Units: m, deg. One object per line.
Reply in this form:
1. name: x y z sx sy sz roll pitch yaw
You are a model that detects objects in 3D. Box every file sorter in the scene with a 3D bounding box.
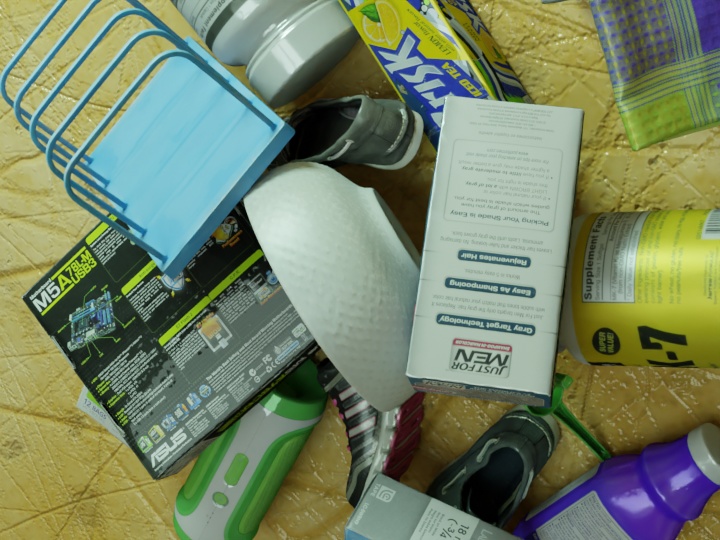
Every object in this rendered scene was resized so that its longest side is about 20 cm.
1. file sorter: -0.170 -0.118 1.001 0.139 0.123 0.200 -50 40 4

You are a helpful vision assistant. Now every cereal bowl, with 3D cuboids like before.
1. cereal bowl: 0.000 0.000 1.002 0.083 0.200 0.201 -32 91 6

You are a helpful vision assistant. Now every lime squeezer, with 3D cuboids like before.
1. lime squeezer: 0.145 0.099 1.019 0.038 0.200 0.071 -35 61 1

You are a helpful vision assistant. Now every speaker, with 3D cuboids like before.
1. speaker: -0.101 0.166 1.206 0.088 0.088 0.201 36 120 12

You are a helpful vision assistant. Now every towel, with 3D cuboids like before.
1. towel: 0.223 -0.193 0.903 0.143 0.023 0.202 -16 104 -6

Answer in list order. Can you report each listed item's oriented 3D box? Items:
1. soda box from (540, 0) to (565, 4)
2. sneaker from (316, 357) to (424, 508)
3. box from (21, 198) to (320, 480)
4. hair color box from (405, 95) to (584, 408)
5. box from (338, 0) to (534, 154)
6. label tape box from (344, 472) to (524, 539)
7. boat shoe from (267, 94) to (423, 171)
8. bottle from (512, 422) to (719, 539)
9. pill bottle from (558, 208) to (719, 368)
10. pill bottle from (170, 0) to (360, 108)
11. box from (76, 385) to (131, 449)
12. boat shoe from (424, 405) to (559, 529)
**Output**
1. soda box: 0.149 -0.292 0.927 0.068 0.063 0.202 -5 105 28
2. sneaker: 0.004 0.108 1.142 0.087 0.074 0.202 15 109 22
3. box: -0.146 0.033 1.081 0.200 0.047 0.194 -42 78 14
4. hair color box: 0.095 -0.013 0.927 0.099 0.061 0.202 7 76 9
5. box: 0.054 -0.174 1.019 0.070 0.064 0.201 -32 91 32
6. label tape box: 0.086 0.265 1.099 0.199 0.063 0.145 23 143 16
7. boat shoe: -0.029 -0.109 1.049 0.199 0.057 0.067 -1 69 55
8. bottle: 0.211 0.191 1.065 0.084 0.065 0.200 47 122 -1
9. pill bottle: 0.208 0.013 0.975 0.199 0.114 0.115 -1 107 28
10. pill bottle: -0.095 -0.235 1.047 0.200 0.114 0.114 50 122 3
11. box: -0.154 0.059 1.189 0.112 0.101 0.201 35 120 12
12. boat shoe: 0.094 0.195 1.129 0.073 0.062 0.200 38 122 7
